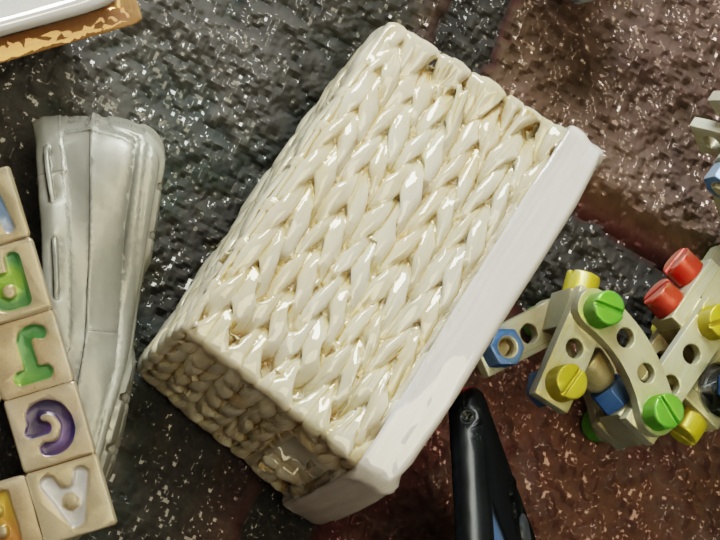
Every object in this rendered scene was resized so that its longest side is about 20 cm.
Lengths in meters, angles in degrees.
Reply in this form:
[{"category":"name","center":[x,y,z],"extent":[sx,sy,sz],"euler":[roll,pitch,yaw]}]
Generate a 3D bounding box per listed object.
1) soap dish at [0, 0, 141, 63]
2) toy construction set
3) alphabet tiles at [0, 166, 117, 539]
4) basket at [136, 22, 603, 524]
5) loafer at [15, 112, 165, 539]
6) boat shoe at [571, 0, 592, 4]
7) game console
[{"category":"soap dish","center":[-0.206,-0.184,1.137],"extent":[0.157,0.081,0.201],"euler":[-19,91,-23]},{"category":"toy construction set","center":[0.158,0.009,1.265],"extent":[0.131,0.092,0.200],"euler":[42,81,-12]},{"category":"alphabet tiles","center":[-0.226,0.062,1.104],"extent":[0.199,0.008,0.168],"euler":[-17,90,-5]},{"category":"basket","center":[0.000,0.000,1.169],"extent":[0.123,0.136,0.200],"euler":[36,71,-5]},{"category":"loafer","center":[-0.136,0.027,1.153],"extent":[0.070,0.070,0.201],"euler":[9,81,-3]},{"category":"boat shoe","center":[0.117,-0.237,1.282],"extent":[0.068,0.074,0.200],"euler":[-9,78,-9]},{"category":"game console","center":[0.068,0.178,1.138],"extent":[0.031,0.177,0.200],"euler":[-6,55,6]}]
